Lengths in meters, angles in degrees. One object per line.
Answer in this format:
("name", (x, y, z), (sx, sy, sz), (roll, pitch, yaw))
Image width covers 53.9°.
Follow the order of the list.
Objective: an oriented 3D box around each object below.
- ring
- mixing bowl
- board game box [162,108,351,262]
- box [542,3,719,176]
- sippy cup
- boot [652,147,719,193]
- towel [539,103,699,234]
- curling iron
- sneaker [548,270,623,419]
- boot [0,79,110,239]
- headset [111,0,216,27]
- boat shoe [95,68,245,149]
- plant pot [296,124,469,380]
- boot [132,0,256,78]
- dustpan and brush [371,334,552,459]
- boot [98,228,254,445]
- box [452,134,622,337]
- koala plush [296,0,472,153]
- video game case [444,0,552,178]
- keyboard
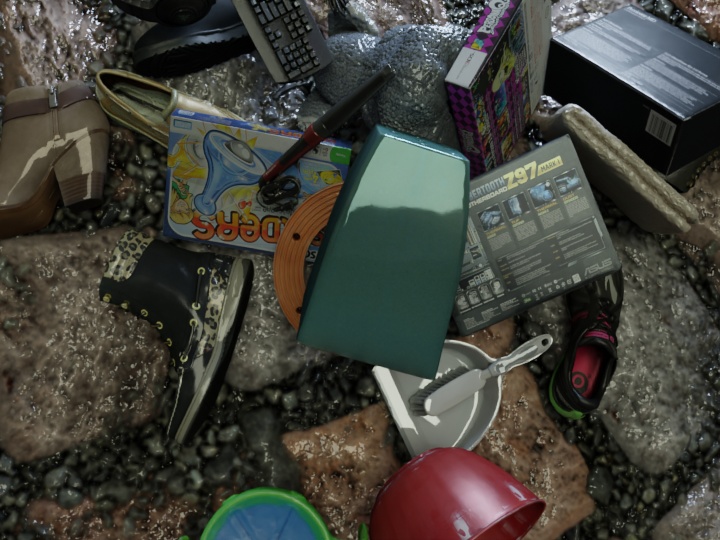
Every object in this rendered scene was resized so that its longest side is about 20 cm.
("ring", (0.000, 0.000, 0.790), (0.194, 0.019, 0.207), (0, 107, 0))
("mixing bowl", (0.082, 0.257, 0.727), (0.197, 0.202, 0.109), (-32, 58, -11))
("board game box", (-0.115, -0.090, 0.785), (0.194, 0.035, 0.139), (9, 114, -6))
("box", (0.331, -0.215, 0.817), (0.139, 0.080, 0.201), (-27, 51, -18))
("sippy cup", (-0.088, 0.280, 0.711), (0.175, 0.130, 0.142), (32, 83, 3))
("boot", (0.446, -0.144, 0.888), (0.195, 0.078, 0.142), (20, 83, 10))
("towel", (0.298, -0.117, 0.827), (0.199, 0.133, 0.035), (42, 94, 0))
("curling iron", (-0.036, -0.135, 0.729), (0.049, 0.026, 0.200), (42, 109, -8))
("sneaker", (0.274, 0.071, 0.819), (0.074, 0.084, 0.206), (13, 80, -6))
("boot", (-0.371, -0.125, 0.781), (0.194, 0.070, 0.150), (-15, 77, -11))
("headset", (-0.182, -0.313, 0.759), (0.194, 0.094, 0.127), (14, 77, -3))
("boat shoe", (-0.206, -0.171, 0.798), (0.194, 0.076, 0.074), (17, 78, -5))
("plant pot", (0.030, -0.029, 0.698), (0.137, 0.142, 0.205), (15, 106, -6))
("boot", (-0.193, -0.331, 0.824), (0.196, 0.076, 0.172), (-22, 87, -16))
("dustpan and brush", (0.128, 0.123, 0.801), (0.196, 0.057, 0.142), (-27, 89, -13))
("boot", (-0.212, 0.066, 0.767), (0.150, 0.074, 0.209), (18, 79, 0))
("box", (0.173, -0.038, 0.804), (0.196, 0.051, 0.161), (-24, 90, 9))
("koala plush", (0.025, -0.215, 0.799), (0.196, 0.183, 0.182), (24, 101, 24))
("video game case", (0.164, -0.220, 0.797), (0.035, 0.200, 0.184), (24, 77, 24))
("keyboard", (-0.082, -0.307, 0.740), (0.126, 0.020, 0.204), (-32, 101, -23))
